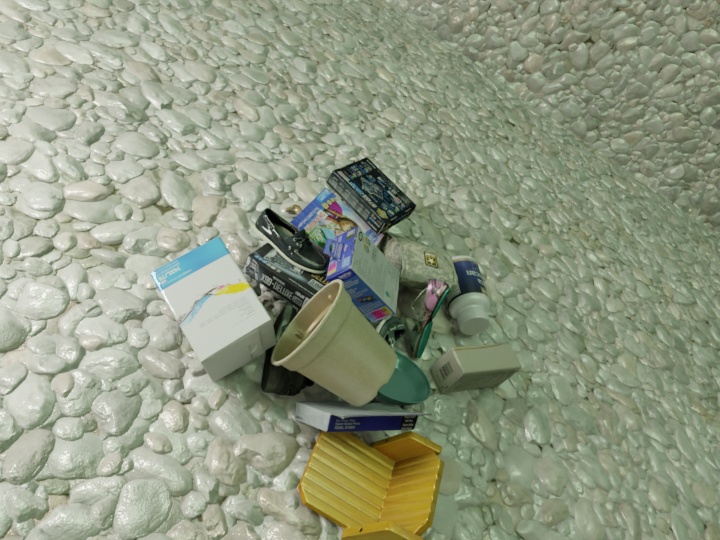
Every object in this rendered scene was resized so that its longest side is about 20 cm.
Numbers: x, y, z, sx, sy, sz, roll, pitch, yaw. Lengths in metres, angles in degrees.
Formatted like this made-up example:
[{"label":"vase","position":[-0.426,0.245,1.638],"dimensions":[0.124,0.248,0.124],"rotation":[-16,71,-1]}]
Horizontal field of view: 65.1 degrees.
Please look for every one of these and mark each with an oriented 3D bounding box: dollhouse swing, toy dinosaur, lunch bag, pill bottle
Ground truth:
[{"label":"dollhouse swing","position":[0.021,0.373,1.032],"dimensions":[0.176,0.181,0.200],"rotation":[46,39,-17]},{"label":"toy dinosaur","position":[-0.106,-0.114,1.459],"dimensions":[0.199,0.058,0.101],"rotation":[29,40,-9]},{"label":"lunch bag","position":[0.143,-0.011,1.438],"dimensions":[0.163,0.118,0.200],"rotation":[15,13,-23]},{"label":"pill bottle","position":[0.286,0.068,1.526],"dimensions":[0.110,0.111,0.201],"rotation":[13,47,-25]}]

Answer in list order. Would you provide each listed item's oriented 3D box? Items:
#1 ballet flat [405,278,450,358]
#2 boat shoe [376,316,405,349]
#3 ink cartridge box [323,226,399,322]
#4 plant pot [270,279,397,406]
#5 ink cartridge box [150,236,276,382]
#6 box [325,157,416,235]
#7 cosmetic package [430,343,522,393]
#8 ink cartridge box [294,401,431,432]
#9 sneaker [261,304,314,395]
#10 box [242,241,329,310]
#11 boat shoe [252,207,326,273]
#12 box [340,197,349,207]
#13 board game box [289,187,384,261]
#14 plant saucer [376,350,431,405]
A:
[{"label":"ballet flat","position":[0.150,0.110,1.358],"dimensions":[0.071,0.201,0.069],"rotation":[26,15,19]},{"label":"boat shoe","position":[0.061,0.151,1.280],"dimensions":[0.062,0.073,0.200],"rotation":[35,17,6]},{"label":"ink cartridge box","position":[0.000,0.000,1.257],"dimensions":[0.200,0.076,0.137],"rotation":[47,34,-31]},{"label":"plant pot","position":[-0.037,0.152,1.078],"dimensions":[0.183,0.200,0.201],"rotation":[42,40,-14]},{"label":"ink cartridge box","position":[-0.272,0.076,1.068],"dimensions":[0.145,0.147,0.200],"rotation":[-30,71,-18]},{"label":"box","position":[0.031,-0.200,1.478],"dimensions":[0.200,0.046,0.159],"rotation":[46,42,10]},{"label":"cosmetic package","position":[0.282,0.237,1.376],"dimensions":[0.199,0.104,0.073],"rotation":[2,51,-35]},{"label":"ink cartridge box","position":[0.001,0.282,1.079],"dimensions":[0.198,0.200,0.041],"rotation":[7,82,-29]},{"label":"sneaker","position":[-0.136,0.169,1.170],"dimensions":[0.114,0.076,0.200],"rotation":[20,47,-22]},{"label":"box","position":[-0.136,0.008,1.257],"dimensions":[0.199,0.050,0.158],"rotation":[32,32,8]},{"label":"boat shoe","position":[-0.149,-0.071,1.250],"dimensions":[0.199,0.066,0.074],"rotation":[38,31,17]},{"label":"box","position":[0.020,-0.174,1.564],"dimensions":[0.122,0.106,0.200],"rotation":[39,41,2]},{"label":"board game box","position":[-0.059,-0.091,1.395],"dimensions":[0.199,0.041,0.200],"rotation":[38,40,-3]},{"label":"plant saucer","position":[0.059,0.233,1.237],"dimensions":[0.199,0.036,0.200],"rotation":[23,22,-10]}]
